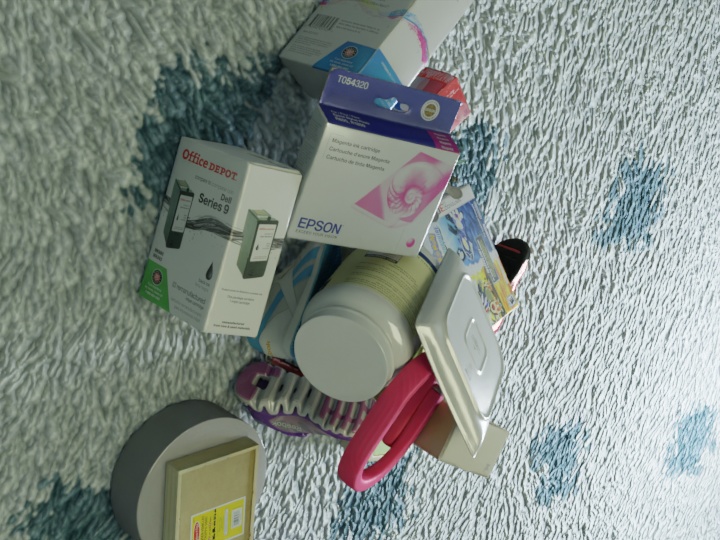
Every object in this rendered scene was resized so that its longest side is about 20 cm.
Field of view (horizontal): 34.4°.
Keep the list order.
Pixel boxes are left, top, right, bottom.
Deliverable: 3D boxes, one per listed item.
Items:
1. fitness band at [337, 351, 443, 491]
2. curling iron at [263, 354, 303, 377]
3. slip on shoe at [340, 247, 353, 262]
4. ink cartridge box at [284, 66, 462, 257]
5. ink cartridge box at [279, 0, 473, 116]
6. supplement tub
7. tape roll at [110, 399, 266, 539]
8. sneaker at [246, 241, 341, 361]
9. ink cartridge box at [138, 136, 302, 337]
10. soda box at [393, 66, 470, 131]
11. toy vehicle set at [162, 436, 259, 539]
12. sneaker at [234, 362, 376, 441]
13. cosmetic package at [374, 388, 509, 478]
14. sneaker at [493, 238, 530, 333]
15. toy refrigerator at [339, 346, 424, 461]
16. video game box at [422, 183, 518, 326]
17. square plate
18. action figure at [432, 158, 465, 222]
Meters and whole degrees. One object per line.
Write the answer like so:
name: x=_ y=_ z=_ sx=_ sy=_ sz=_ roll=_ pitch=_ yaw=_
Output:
fitness band: x=0.044 y=0.188 z=1.445 sx=0.200 sy=0.037 sz=0.144 roll=-58 pitch=160 yaw=12
curling iron: x=-0.073 y=0.138 z=1.602 sx=0.050 sy=0.026 sz=0.200 roll=-54 pitch=136 yaw=-9
slip on shoe: x=0.000 y=0.000 z=1.596 sx=0.061 sy=0.074 sz=0.200 roll=-51 pitch=144 yaw=-74
ink cartridge box: x=0.018 y=-0.120 z=1.368 sx=0.196 sy=0.043 sz=0.200 roll=8 pitch=114 yaw=-34
ink cartridge box: x=0.021 y=-0.297 z=1.418 sx=0.200 sy=0.144 sz=0.085 roll=-54 pitch=136 yaw=-12
supplement tub: x=0.014 y=0.058 z=1.456 sx=0.200 sy=0.145 sz=0.145 roll=-51 pitch=142 yaw=-53
tape roll: x=-0.218 y=0.269 z=1.489 sx=0.200 sy=0.066 sz=0.200 roll=-20 pitch=120 yaw=-39
sneaker: x=-0.083 y=0.021 z=1.507 sx=0.077 sy=0.081 sz=0.200 roll=68 pitch=38 yaw=-50
ink cartridge box: x=-0.164 y=-0.042 z=1.347 sx=0.084 sy=0.146 sz=0.200 roll=9 pitch=100 yaw=-44
soda box: x=0.057 y=-0.183 z=1.565 sx=0.200 sy=0.063 sz=0.070 roll=-45 pitch=133 yaw=-20
toy vehicle set: x=-0.190 y=0.319 z=1.470 sx=0.124 sy=0.027 sz=0.200 roll=-11 pitch=115 yaw=-42
sneaker: x=-0.066 y=0.186 z=1.531 sx=0.089 sy=0.200 sz=0.081 roll=88 pitch=21 yaw=-47
cosmetic package: x=0.095 y=0.200 z=1.577 sx=0.105 sy=0.200 sz=0.071 roll=26 pitch=90 yaw=-39
sneaker: x=0.202 y=0.041 z=1.818 sx=0.200 sy=0.074 sz=0.087 roll=-59 pitch=150 yaw=-3
toy refrigerator: x=0.040 y=0.174 z=1.700 sx=0.076 sy=0.070 sz=0.200 roll=4 pitch=104 yaw=-45
video game box: x=0.135 y=-0.006 z=1.638 sx=0.182 sy=0.047 sz=0.200 roll=-31 pitch=100 yaw=-52
square plate: x=0.135 y=0.098 z=1.465 sx=0.200 sy=0.028 sz=0.198 roll=66 pitch=26 yaw=-21
action figure: x=0.088 y=-0.115 z=1.549 sx=0.118 sy=0.200 sz=0.055 roll=-42 pitch=106 yaw=7
